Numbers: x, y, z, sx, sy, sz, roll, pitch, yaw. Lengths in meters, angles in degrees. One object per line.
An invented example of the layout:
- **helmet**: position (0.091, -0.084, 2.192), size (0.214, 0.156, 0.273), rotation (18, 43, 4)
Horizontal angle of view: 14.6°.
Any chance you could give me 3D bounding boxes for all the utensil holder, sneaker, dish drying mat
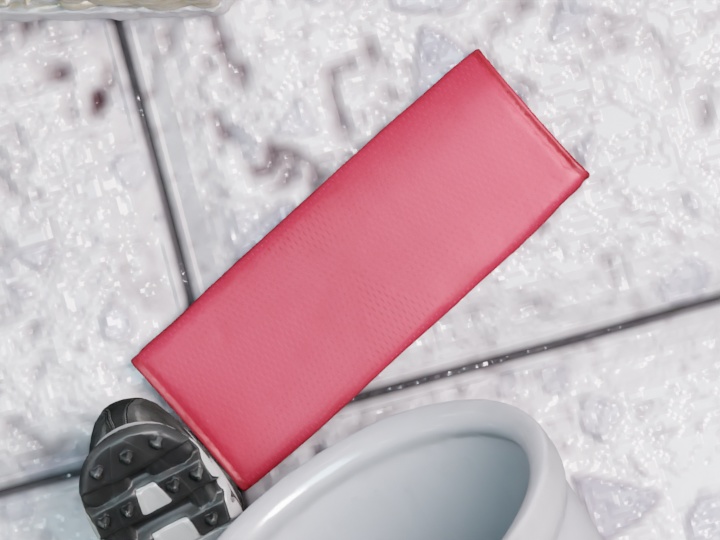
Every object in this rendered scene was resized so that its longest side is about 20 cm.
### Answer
- **utensil holder**: position (0.047, 0.178, 1.086), size (0.169, 0.170, 0.201), rotation (-31, 112, 6)
- **sneaker**: position (-0.061, 0.133, 1.178), size (0.066, 0.091, 0.201), rotation (-26, 113, 0)
- **dish drying mat**: position (0.000, 0.000, 1.193), size (0.200, 0.018, 0.077), rotation (-42, 86, 6)

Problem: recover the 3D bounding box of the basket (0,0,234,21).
- **basket**: position (-0.155, -0.209, 1.140), size (0.197, 0.161, 0.202), rotation (2, 89, 8)
